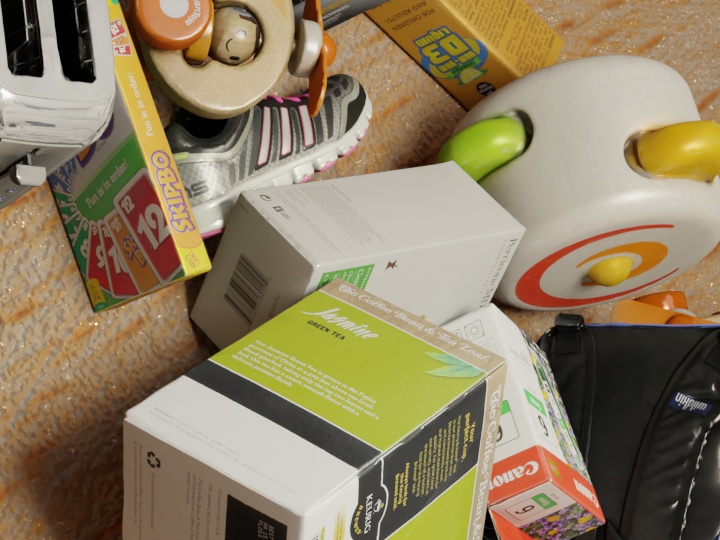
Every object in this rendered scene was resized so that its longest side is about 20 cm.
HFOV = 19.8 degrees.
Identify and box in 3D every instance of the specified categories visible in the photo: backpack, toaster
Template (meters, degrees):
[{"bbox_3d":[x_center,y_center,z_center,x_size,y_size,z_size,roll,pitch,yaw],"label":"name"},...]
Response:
[{"bbox_3d":[0.207,0.149,1.458,0.147,0.183,0.200,42,56,-53],"label":"backpack"},{"bbox_3d":[-0.217,-0.137,1.187,0.114,0.129,0.200,4,73,-44],"label":"toaster"}]

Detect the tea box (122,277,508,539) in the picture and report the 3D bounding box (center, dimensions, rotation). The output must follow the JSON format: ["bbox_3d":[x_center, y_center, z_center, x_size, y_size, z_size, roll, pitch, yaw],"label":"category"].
[{"bbox_3d":[-0.028,0.146,1.201,0.197,0.133,0.200,-31,137,-44],"label":"tea box"}]

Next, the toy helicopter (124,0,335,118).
[{"bbox_3d":[-0.056,-0.181,1.298,0.132,0.079,0.200,33,69,-7],"label":"toy helicopter"}]

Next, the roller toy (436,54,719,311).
[{"bbox_3d":[0.165,-0.055,1.471,0.182,0.200,0.140,62,13,-68],"label":"roller toy"}]

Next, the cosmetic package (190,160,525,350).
[{"bbox_3d":[0.000,0.000,1.347,0.200,0.108,0.085,-11,45,-43],"label":"cosmetic package"}]

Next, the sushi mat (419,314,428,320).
[{"bbox_3d":[-0.042,0.084,1.302,0.200,0.096,0.012,-16,49,-41],"label":"sushi mat"}]

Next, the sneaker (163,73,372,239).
[{"bbox_3d":[-0.069,-0.095,1.352,0.200,0.074,0.088,-38,108,-39],"label":"sneaker"}]

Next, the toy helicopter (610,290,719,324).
[{"bbox_3d":[0.273,0.040,1.542,0.132,0.200,0.079,11,68,-59],"label":"toy helicopter"}]

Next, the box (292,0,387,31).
[{"bbox_3d":[-0.006,-0.278,1.418,0.048,0.158,0.200,13,68,-40],"label":"box"}]

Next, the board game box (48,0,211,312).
[{"bbox_3d":[-0.158,-0.081,1.247,0.030,0.095,0.200,-15,86,-45],"label":"board game box"}]

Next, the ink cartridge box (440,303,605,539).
[{"bbox_3d":[0.114,0.132,1.360,0.109,0.050,0.200,40,28,-57],"label":"ink cartridge box"}]

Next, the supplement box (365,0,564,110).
[{"bbox_3d":[0.059,-0.197,1.517,0.200,0.066,0.069,39,52,-27],"label":"supplement box"}]

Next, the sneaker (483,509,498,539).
[{"bbox_3d":[0.064,0.185,1.397,0.079,0.075,0.200,-26,90,-30],"label":"sneaker"}]
